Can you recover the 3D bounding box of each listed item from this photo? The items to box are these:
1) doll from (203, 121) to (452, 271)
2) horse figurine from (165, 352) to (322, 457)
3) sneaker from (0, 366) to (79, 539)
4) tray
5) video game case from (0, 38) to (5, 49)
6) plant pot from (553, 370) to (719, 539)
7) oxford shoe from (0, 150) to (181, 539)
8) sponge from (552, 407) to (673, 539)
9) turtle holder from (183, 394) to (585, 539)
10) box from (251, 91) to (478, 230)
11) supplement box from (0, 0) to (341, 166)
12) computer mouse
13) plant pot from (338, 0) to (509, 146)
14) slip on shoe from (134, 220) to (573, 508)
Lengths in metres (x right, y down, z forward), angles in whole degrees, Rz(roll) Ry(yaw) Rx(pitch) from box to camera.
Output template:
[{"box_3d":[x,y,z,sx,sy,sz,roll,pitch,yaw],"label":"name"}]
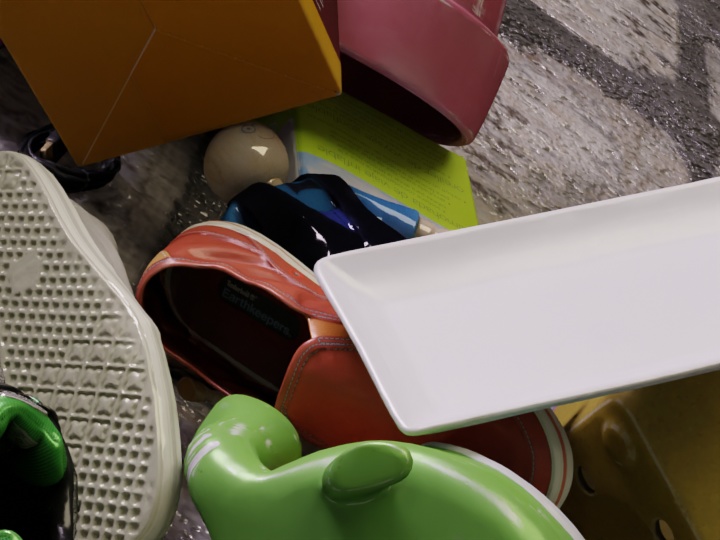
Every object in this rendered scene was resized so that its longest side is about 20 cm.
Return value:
[{"box_3d":[0.000,0.000,0.960,0.136,0.049,0.200,-17,47,-42],"label":"doll"},{"box_3d":[-0.016,0.068,0.941,0.200,0.050,0.132,43,29,21],"label":"horse figurine"},{"box_3d":[-0.131,0.062,0.747,0.078,0.085,0.201,19,30,-36],"label":"sneaker"},{"box_3d":[0.090,0.015,0.839,0.198,0.022,0.108,-11,41,-17],"label":"tray"},{"box_3d":[-0.218,-0.184,1.102,0.180,0.036,0.200,33,23,5],"label":"video game case"},{"box_3d":[0.189,0.084,0.952,0.199,0.194,0.197,-22,78,-26],"label":"plant pot"},{"box_3d":[-0.110,0.033,0.855,0.058,0.075,0.201,46,11,-50],"label":"oxford shoe"},{"box_3d":[0.110,0.089,1.033,0.200,0.030,0.112,39,47,-11],"label":"sponge"},{"box_3d":[0.008,0.129,0.791,0.184,0.142,0.132,10,0,21],"label":"turtle holder"},{"box_3d":[0.006,-0.019,1.125,0.121,0.048,0.201,27,27,-21],"label":"box"},{"box_3d":[-0.103,-0.199,0.988,0.198,0.132,0.201,64,17,-45],"label":"supplement box"},{"box_3d":[-0.128,-0.090,1.084,0.058,0.034,0.200,34,25,-11],"label":"computer mouse"},{"box_3d":[0.009,-0.190,1.183,0.199,0.180,0.200,26,-5,2],"label":"plant pot"},{"box_3d":[-0.007,0.045,0.864,0.199,0.075,0.061,31,26,19],"label":"slip on shoe"}]
